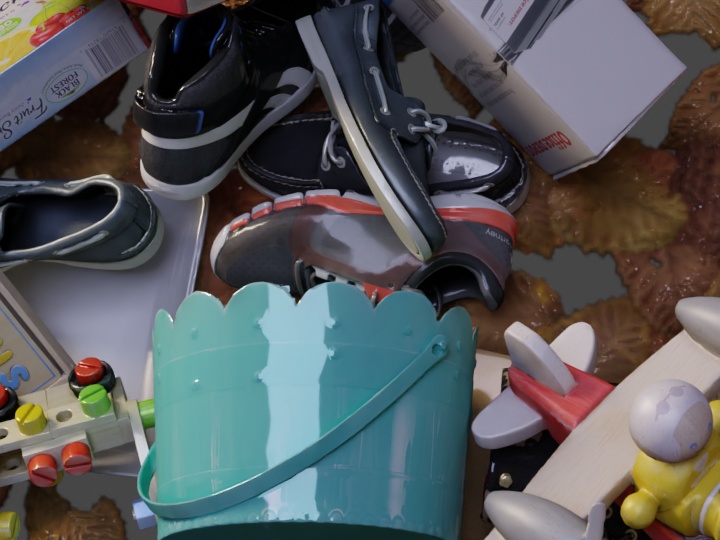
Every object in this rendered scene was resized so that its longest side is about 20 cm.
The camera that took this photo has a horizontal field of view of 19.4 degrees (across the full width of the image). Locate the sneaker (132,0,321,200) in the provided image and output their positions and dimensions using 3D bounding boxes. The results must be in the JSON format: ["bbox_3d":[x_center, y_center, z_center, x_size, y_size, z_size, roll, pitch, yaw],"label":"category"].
[{"bbox_3d":[-0.077,-0.146,1.364,0.073,0.112,0.200,20,52,15],"label":"sneaker"}]

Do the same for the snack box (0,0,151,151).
[{"bbox_3d":[-0.255,-0.133,1.419,0.200,0.053,0.142,-36,32,-8],"label":"snack box"}]

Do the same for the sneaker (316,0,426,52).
[{"bbox_3d":[-0.008,-0.234,1.432,0.200,0.074,0.081,50,47,7],"label":"sneaker"}]

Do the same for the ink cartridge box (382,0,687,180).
[{"bbox_3d":[0.092,-0.160,1.309,0.084,0.145,0.200,-44,93,-6],"label":"ink cartridge box"}]

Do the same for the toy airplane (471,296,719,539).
[{"bbox_3d":[0.155,0.091,1.161,0.199,0.141,0.200,0,64,-1],"label":"toy airplane"}]

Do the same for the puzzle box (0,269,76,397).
[{"bbox_3d":[-0.291,0.026,1.335,0.133,0.025,0.200,-36,106,3],"label":"puzzle box"}]

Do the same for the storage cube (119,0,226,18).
[{"bbox_3d":[-0.124,-0.275,1.333,0.180,0.171,0.200,19,119,32],"label":"storage cube"}]

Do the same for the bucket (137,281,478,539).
[{"bbox_3d":[-0.030,0.097,1.230,0.207,0.207,0.135,-3,72,12],"label":"bucket"}]

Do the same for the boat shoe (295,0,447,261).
[{"bbox_3d":[0.019,-0.094,1.312,0.062,0.073,0.200,-24,55,-1],"label":"boat shoe"}]

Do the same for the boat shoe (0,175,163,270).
[{"bbox_3d":[-0.232,-0.035,1.380,0.200,0.062,0.073,0,71,12],"label":"boat shoe"}]

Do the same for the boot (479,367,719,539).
[{"bbox_3d":[0.146,0.149,1.248,0.151,0.073,0.200,8,69,2],"label":"boot"}]

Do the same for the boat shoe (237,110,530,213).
[{"bbox_3d":[0.010,-0.074,1.378,0.200,0.060,0.074,11,75,16],"label":"boat shoe"}]

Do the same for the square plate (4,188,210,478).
[{"bbox_3d":[-0.206,0.038,1.405,0.200,0.028,0.198,3,72,14],"label":"square plate"}]

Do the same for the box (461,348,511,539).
[{"bbox_3d":[0.034,0.139,1.318,0.163,0.021,0.200,13,74,16],"label":"box"}]

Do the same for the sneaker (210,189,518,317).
[{"bbox_3d":[0.000,0.000,1.339,0.200,0.077,0.082,-5,59,11],"label":"sneaker"}]

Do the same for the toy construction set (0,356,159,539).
[{"bbox_3d":[-0.189,0.126,1.296,0.200,0.092,0.131,-4,37,-13],"label":"toy construction set"}]
